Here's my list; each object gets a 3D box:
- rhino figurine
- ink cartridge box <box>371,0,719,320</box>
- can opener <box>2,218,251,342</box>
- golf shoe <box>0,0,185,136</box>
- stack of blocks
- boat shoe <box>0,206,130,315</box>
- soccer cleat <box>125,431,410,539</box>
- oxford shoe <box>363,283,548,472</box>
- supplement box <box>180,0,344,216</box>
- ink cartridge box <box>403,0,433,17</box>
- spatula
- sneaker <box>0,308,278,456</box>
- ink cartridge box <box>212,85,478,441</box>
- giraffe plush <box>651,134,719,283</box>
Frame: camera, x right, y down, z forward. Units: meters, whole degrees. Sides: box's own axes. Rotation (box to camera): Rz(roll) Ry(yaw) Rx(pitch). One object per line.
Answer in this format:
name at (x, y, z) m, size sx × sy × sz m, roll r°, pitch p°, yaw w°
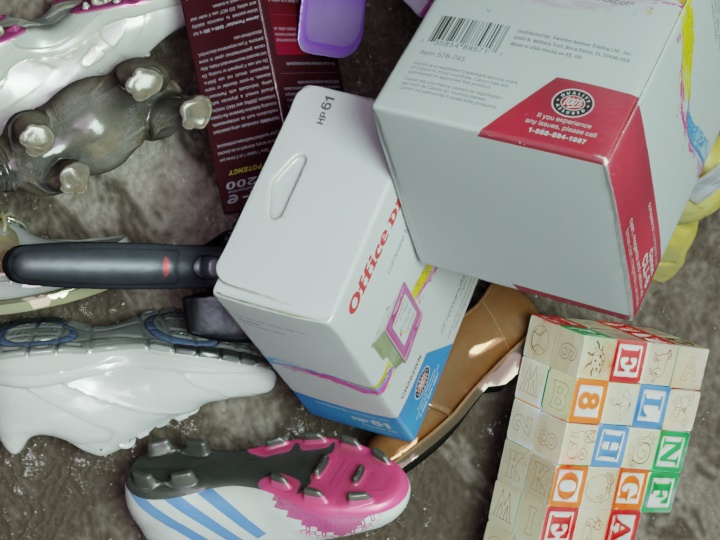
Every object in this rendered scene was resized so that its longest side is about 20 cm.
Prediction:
rhino figurine at (-0.194, -0.076, 1.056) m, size 0.198 × 0.087 × 0.060 m, roll -27°, pitch 108°, yaw -11°
ink cartridge box at (0.123, -0.106, 0.975) m, size 0.144 × 0.145 × 0.201 m, roll 15°, pitch 60°, yaw 27°
can opener at (-0.125, 0.000, 1.065) m, size 0.198 × 0.063 × 0.080 m, roll 6°, pitch 80°, yaw -24°
golf shoe at (-0.187, -0.139, 1.118) m, size 0.198 × 0.075 × 0.092 m, roll -20°, pitch 115°, yaw -9°
stack of blocks at (0.154, 0.138, 1.139) m, size 0.114 × 0.058 × 0.203 m, roll 7°, pitch 98°, yaw -35°
boat shoe at (-0.244, -0.007, 1.099) m, size 0.197 × 0.075 × 0.069 m, roll -9°, pitch 97°, yaw -7°
soccer cleat at (-0.058, 0.155, 1.103) m, size 0.198 × 0.070 × 0.087 m, roll 1°, pitch 124°, yaw 19°
oxford shoe at (0.043, 0.084, 1.148) m, size 0.200 × 0.071 × 0.071 m, roll -43°, pitch 85°, yaw -15°
supplement box at (-0.062, -0.142, 1.102) m, size 0.060 × 0.109 × 0.203 m, roll -11°, pitch 91°, yaw 23°
ink cartridge box at (0.070, -0.267, 1.078) m, size 0.200 × 0.043 × 0.197 m, roll 47°, pitch 120°, yaw 16°
spatula at (0.001, -0.236, 1.078) m, size 0.056 × 0.020 × 0.202 m, roll 4°, pitch 107°, yaw -43°
sneaker at (-0.153, 0.076, 1.125) m, size 0.197 × 0.075 × 0.088 m, roll -1°, pitch 110°, yaw -7°
ink cartridge box at (0.000, 0.000, 1.051) m, size 0.084 × 0.200 × 0.146 m, roll 15°, pitch 70°, yaw 24°
giraffe plush at (0.179, -0.104, 1.125) m, size 0.171 × 0.199 × 0.164 m, roll 20°, pitch 60°, yaw -34°
